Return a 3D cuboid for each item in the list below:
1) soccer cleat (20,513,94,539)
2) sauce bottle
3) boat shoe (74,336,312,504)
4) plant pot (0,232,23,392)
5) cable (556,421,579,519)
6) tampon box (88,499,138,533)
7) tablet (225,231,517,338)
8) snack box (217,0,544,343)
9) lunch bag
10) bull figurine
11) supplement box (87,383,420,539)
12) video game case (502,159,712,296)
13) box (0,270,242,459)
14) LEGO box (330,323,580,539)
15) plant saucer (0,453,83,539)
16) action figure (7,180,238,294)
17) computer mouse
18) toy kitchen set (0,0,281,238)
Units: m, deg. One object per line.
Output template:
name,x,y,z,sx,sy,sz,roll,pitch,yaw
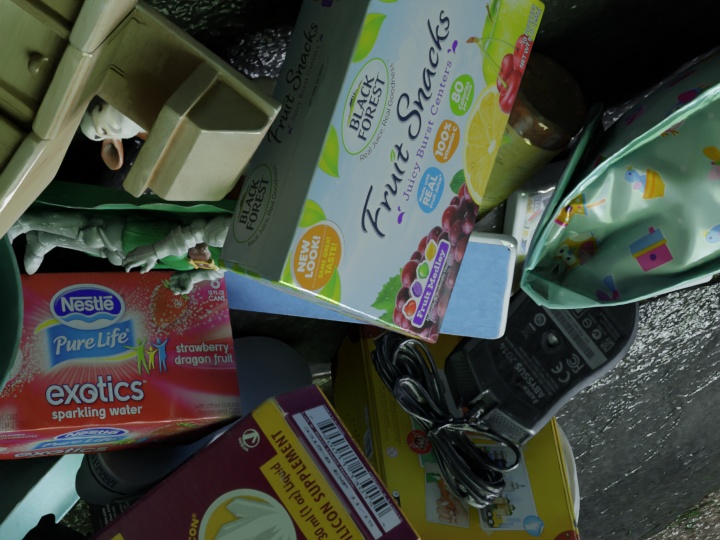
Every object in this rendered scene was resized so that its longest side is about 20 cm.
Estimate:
soccer cleat,-0.229,0.235,1.115,0.200,0.069,0.087,-45,158,-74
sauce bottle,0.060,-0.058,1.060,0.065,0.067,0.200,6,146,-36
boat shoe,-0.120,0.105,1.185,0.199,0.074,0.065,-20,165,-42
plant pot,-0.302,0.033,0.883,0.199,0.203,0.161,6,154,-36
cable,0.072,0.176,1.314,0.197,0.202,0.069,-1,152,-15
tampon box,-0.149,0.277,1.396,0.125,0.151,0.201,-12,149,-14
tablet,0.000,0.000,1.095,0.197,0.014,0.131,6,150,4
snack box,0.015,-0.076,0.899,0.053,0.202,0.142,15,175,41
lunch bag,0.187,-0.052,1.032,0.199,0.123,0.170,-29,-174,14
bull figurine,-0.069,-0.073,0.946,0.120,0.066,0.200,4,169,28
supplement box,-0.082,0.185,1.096,0.199,0.131,0.103,-38,172,13
video game case,0.189,-0.029,1.228,0.180,0.023,0.201,-15,149,-9
box,-0.184,0.059,1.055,0.198,0.101,0.095,-1,164,-29
LEGO box,0.066,0.138,1.228,0.147,0.202,0.077,6,143,-18
plant saucer,-0.226,0.147,1.180,0.200,0.036,0.200,-50,175,-6
action figure,-0.109,-0.018,0.963,0.197,0.055,0.118,2,167,18
computer mouse,0.111,0.062,1.198,0.199,0.139,0.053,-34,178,-18
toy kitchen set,-0.155,-0.047,0.775,0.162,0.181,0.200,35,139,-2
